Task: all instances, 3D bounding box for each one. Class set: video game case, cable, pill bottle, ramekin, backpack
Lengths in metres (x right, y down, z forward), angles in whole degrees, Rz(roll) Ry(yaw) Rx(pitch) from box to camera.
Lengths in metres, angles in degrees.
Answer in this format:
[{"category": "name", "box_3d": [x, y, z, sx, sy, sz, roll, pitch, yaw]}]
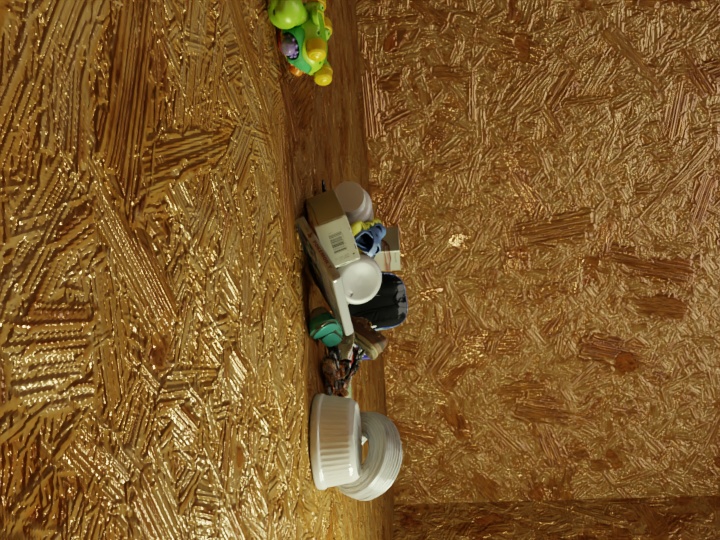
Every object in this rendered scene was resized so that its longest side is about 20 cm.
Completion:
[{"category": "video game case", "box_3d": [-0.073, 0.014, 1.270, 0.183, 0.023, 0.201, 56, -14, 35]}, {"category": "cable", "box_3d": [0.009, 0.431, 1.432, 0.069, 0.199, 0.202, 31, 41, -35]}, {"category": "pill bottle", "box_3d": [-0.022, -0.153, 1.584, 0.200, 0.109, 0.113, 75, 13, -73]}, {"category": "pill bottle", "box_3d": [-0.034, -0.005, 1.375, 0.200, 0.107, 0.111, -142, -137, -64]}, {"category": "ramekin", "box_3d": [-0.049, 0.372, 1.333, 0.202, 0.092, 0.206, -3, 90, -84]}, {"category": "backpack", "box_3d": [0.033, 0.091, 1.841, 0.147, 0.196, 0.187, 171, -85, -76]}]

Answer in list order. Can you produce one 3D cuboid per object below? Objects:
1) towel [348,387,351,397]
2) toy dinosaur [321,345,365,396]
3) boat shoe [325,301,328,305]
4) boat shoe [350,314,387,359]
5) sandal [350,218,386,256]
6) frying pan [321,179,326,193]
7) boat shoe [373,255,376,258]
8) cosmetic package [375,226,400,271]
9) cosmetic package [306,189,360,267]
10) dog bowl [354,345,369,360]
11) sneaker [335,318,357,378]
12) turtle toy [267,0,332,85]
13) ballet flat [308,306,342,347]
[{"category": "towel", "box_3d": [-0.042, 0.307, 1.792, 0.150, 0.030, 0.203, 80, 8, -54]}, {"category": "toy dinosaur", "box_3d": [-0.058, 0.254, 1.497, 0.201, 0.101, 0.137, 110, -1, -55]}, {"category": "boat shoe", "box_3d": [-0.066, 0.021, 1.556, 0.201, 0.070, 0.065, -103, 180, -56]}, {"category": "boat shoe", "box_3d": [0.002, 0.166, 1.682, 0.200, 0.067, 0.073, 39, -22, 43]}, {"category": "sandal", "box_3d": [0.020, -0.075, 1.513, 0.088, 0.079, 0.200, 52, 23, 6]}, {"category": "frying pan", "box_3d": [-0.090, -0.123, 1.549, 0.191, 0.030, 0.116, 75, 12, -51]}, {"category": "boat shoe", "box_3d": [-0.014, 0.001, 1.656, 0.200, 0.071, 0.069, -40, -129, 43]}, {"category": "cosmetic package", "box_3d": [0.014, -0.055, 1.723, 0.104, 0.196, 0.088, 78, 9, -55]}, {"category": "cosmetic package", "box_3d": [-0.061, -0.094, 1.317, 0.200, 0.072, 0.105, -115, -174, -67]}, {"category": "dog bowl", "box_3d": [0.007, 0.209, 2.117, 0.200, 0.077, 0.204, -4, 90, -84]}, {"category": "sneaker", "box_3d": [-0.044, 0.196, 1.622, 0.113, 0.070, 0.203, -71, 164, -67]}, {"category": "turtle toy", "box_3d": [-0.112, -0.454, 1.159, 0.200, 0.099, 0.148, 68, 19, -71]}, {"category": "ballet flat", "box_3d": [-0.085, 0.120, 1.359, 0.071, 0.067, 0.200, 63, -2, 18]}]
